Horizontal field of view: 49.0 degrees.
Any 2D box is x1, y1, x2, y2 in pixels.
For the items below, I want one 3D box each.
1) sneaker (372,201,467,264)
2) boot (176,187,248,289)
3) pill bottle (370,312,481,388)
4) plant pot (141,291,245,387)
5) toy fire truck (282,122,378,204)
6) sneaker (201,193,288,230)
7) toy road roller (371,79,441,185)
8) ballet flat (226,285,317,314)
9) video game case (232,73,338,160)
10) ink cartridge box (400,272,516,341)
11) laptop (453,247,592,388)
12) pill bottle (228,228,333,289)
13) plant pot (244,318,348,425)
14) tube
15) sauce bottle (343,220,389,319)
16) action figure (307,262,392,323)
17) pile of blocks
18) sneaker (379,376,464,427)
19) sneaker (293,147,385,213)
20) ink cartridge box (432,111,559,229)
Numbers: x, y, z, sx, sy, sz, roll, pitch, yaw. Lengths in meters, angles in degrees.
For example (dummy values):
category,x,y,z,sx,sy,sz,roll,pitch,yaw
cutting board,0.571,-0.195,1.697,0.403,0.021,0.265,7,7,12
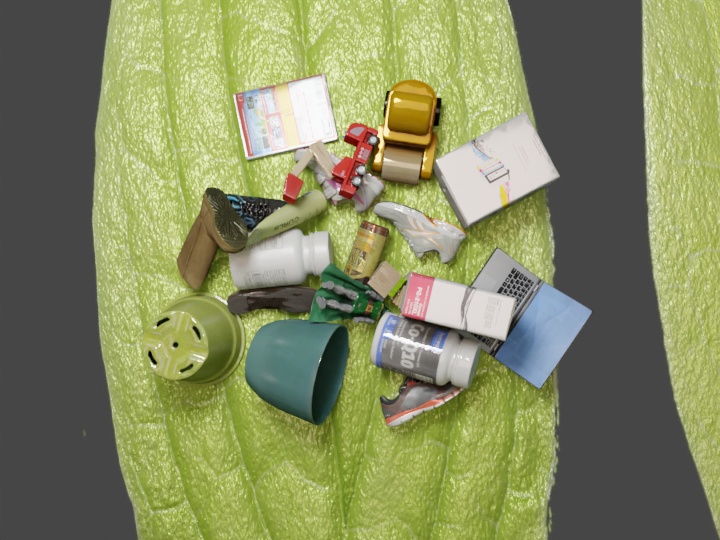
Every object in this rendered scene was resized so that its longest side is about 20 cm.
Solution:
category,x,y,z,sx,sy,sz,roll,pitch,yaw
sneaker,0.111,-0.076,1.610,0.199,0.076,0.092,22,95,5
boot,-0.296,-0.038,1.565,0.200,0.066,0.176,-59,41,35
pill bottle,0.130,0.161,1.563,0.199,0.114,0.114,14,90,17
plant pot,-0.346,0.143,1.578,0.199,0.184,0.202,0,89,4
toy fire truck,-0.059,-0.209,1.551,0.140,0.049,0.201,22,79,-5
sneaker,-0.230,-0.118,1.627,0.199,0.082,0.074,4,87,3
toy road roller,0.093,-0.279,1.576,0.122,0.146,0.201,9,89,4
ballet flat,-0.177,0.056,1.639,0.199,0.046,0.068,-5,122,2
video game case,-0.157,-0.322,1.658,0.199,0.017,0.144,-12,88,3
ink cartridge box,0.181,0.066,1.496,0.199,0.145,0.085,14,91,2
laptop,0.311,0.093,1.565,0.200,0.116,0.188,34,91,-21
pill bottle,-0.158,-0.026,1.604,0.199,0.114,0.115,-6,88,4
plant pot,-0.131,0.185,1.564,0.160,0.201,0.202,14,90,15
tube,-0.151,-0.101,1.566,0.052,0.200,0.058,23,129,35
sauce bottle,0.000,0.000,1.617,0.066,0.066,0.201,18,91,4
action figure,-0.006,0.066,1.570,0.055,0.200,0.119,30,99,44
pile of blocks,0.109,0.041,1.605,0.199,0.062,0.083,16,90,-7
sneaker,0.127,0.243,1.602,0.199,0.077,0.082,-27,81,2
sneaker,-0.053,-0.183,1.617,0.199,0.081,0.089,28,89,5
ink cartridge box,0.262,-0.191,1.563,0.199,0.147,0.145,-28,87,3
